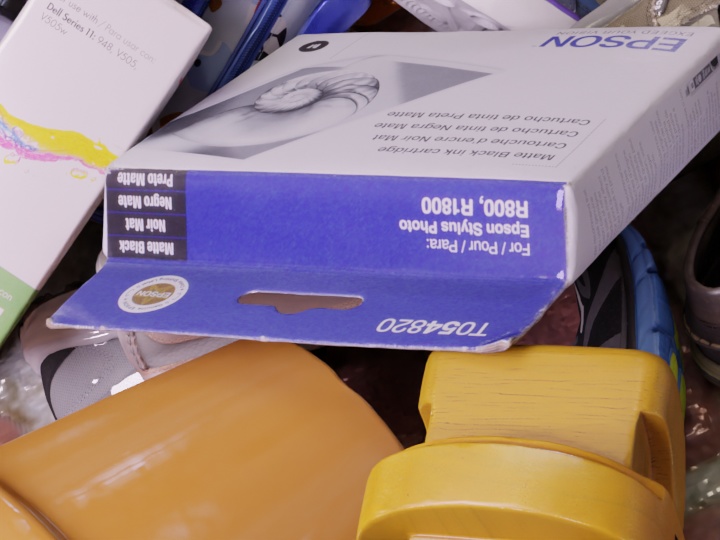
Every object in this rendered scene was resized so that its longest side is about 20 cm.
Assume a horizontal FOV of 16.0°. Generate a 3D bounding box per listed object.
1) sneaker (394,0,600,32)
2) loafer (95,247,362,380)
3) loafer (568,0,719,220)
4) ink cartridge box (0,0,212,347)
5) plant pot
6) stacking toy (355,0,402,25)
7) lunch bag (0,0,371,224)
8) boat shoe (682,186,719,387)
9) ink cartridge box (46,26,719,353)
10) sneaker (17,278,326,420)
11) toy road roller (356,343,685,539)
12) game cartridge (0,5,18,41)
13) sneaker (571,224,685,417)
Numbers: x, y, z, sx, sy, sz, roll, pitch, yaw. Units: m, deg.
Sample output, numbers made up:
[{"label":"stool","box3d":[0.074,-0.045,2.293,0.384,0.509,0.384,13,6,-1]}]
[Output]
[{"label":"sneaker","box3d":[0.056,-0.177,1.058,0.147,0.200,0.081,-63,20,-7]},{"label":"loafer","box3d":[0.000,0.000,0.994,0.199,0.063,0.072,-10,30,5]},{"label":"loafer","box3d":[0.127,-0.077,1.026,0.200,0.075,0.070,-51,42,-3]},{"label":"ink cartridge box","box3d":[-0.120,-0.063,1.014,0.067,0.117,0.200,34,88,-7]},{"label":"plant pot","box3d":[-0.072,0.125,0.925,0.183,0.201,0.200,-36,47,-25]},{"label":"stacking toy","box3d":[0.061,-0.184,1.141,0.200,0.110,0.116,-49,35,0]},{"label":"lunch bag","box3d":[-0.077,-0.115,1.130,0.160,0.075,0.201,34,94,41]},{"label":"boat shoe","box3d":[0.188,-0.045,0.989,0.074,0.073,0.200,17,65,33]},{"label":"ink cartridge box","box3d":[0.011,-0.037,0.935,0.199,0.041,0.200,2,28,31]},{"label":"sneaker","box3d":[-0.038,0.023,1.056,0.199,0.074,0.080,-21,75,5]},{"label":"toy road roller","box3d":[0.063,0.113,0.843,0.122,0.200,0.147,3,59,18]},{"label":"game cartridge","box3d":[-0.197,-0.025,1.127,0.133,0.041,0.201,32,100,43]},{"label":"sneaker","box3d":[0.077,0.066,0.961,0.082,0.071,0.200,1,60,18]}]
